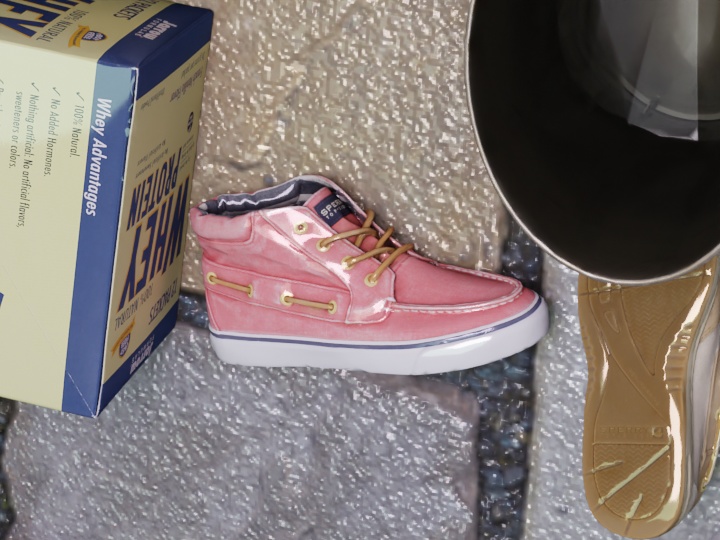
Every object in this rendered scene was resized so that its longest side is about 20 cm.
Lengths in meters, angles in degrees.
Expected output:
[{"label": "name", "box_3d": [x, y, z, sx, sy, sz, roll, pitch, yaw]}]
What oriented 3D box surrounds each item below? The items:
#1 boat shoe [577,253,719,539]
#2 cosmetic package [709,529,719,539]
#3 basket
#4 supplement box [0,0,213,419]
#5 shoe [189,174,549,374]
[{"label": "boat shoe", "box_3d": [0.153, 0.035, 1.013, 0.074, 0.069, 0.201, 7, 89, 27]}, {"label": "cosmetic package", "box_3d": [0.207, 0.277, 1.015, 0.200, 0.167, 0.167, 37, 118, 6]}, {"label": "basket", "box_3d": [0.143, -0.108, 0.894, 0.136, 0.200, 0.181, 4, 108, 22]}, {"label": "supplement box", "box_3d": [-0.203, -0.053, 1.078, 0.199, 0.134, 0.201, 13, 112, 9]}, {"label": "shoe", "box_3d": [0.000, 0.000, 1.061, 0.200, 0.071, 0.091, -1, 113, 27]}]
